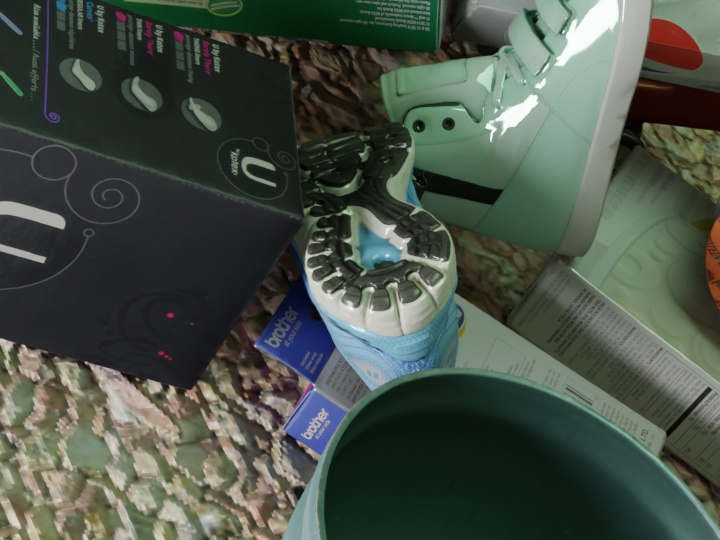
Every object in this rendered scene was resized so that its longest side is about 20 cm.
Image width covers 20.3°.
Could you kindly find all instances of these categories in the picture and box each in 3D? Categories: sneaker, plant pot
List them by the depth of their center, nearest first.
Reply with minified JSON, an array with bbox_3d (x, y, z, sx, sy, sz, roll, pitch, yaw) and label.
[{"bbox_3d":[0.043,0.157,0.789,0.200,0.134,0.201,20,42,-19],"label":"plant pot"},{"bbox_3d":[0.000,0.000,0.918,0.078,0.090,0.200,-13,29,-1],"label":"sneaker"},{"bbox_3d":[0.073,-0.106,0.976,0.118,0.201,0.074,9,22,-5],"label":"sneaker"}]

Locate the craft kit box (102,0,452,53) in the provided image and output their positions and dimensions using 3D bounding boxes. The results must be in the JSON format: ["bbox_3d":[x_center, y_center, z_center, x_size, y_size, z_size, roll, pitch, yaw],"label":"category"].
[{"bbox_3d":[-0.040,-0.195,1.097,0.199,0.049,0.198,7,42,8],"label":"craft kit box"}]

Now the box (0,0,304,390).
[{"bbox_3d":[-0.139,-0.045,0.870,0.200,0.122,0.106,16,42,-23],"label":"box"}]

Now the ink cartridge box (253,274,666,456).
[{"bbox_3d":[0.045,0.069,0.959,0.200,0.042,0.119,35,39,-4],"label":"ink cartridge box"}]

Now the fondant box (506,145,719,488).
[{"bbox_3d":[0.193,0.038,1.088,0.200,0.058,0.144,38,38,1],"label":"fondant box"}]

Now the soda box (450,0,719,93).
[{"bbox_3d":[0.153,-0.141,1.053,0.199,0.063,0.068,11,79,-9],"label":"soda box"}]

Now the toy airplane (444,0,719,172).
[{"bbox_3d":[0.116,-0.161,1.167,0.199,0.141,0.200,-6,54,-39],"label":"toy airplane"}]

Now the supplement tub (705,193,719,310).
[{"bbox_3d":[0.265,-0.032,1.070,0.122,0.123,0.200,44,36,10],"label":"supplement tub"}]
